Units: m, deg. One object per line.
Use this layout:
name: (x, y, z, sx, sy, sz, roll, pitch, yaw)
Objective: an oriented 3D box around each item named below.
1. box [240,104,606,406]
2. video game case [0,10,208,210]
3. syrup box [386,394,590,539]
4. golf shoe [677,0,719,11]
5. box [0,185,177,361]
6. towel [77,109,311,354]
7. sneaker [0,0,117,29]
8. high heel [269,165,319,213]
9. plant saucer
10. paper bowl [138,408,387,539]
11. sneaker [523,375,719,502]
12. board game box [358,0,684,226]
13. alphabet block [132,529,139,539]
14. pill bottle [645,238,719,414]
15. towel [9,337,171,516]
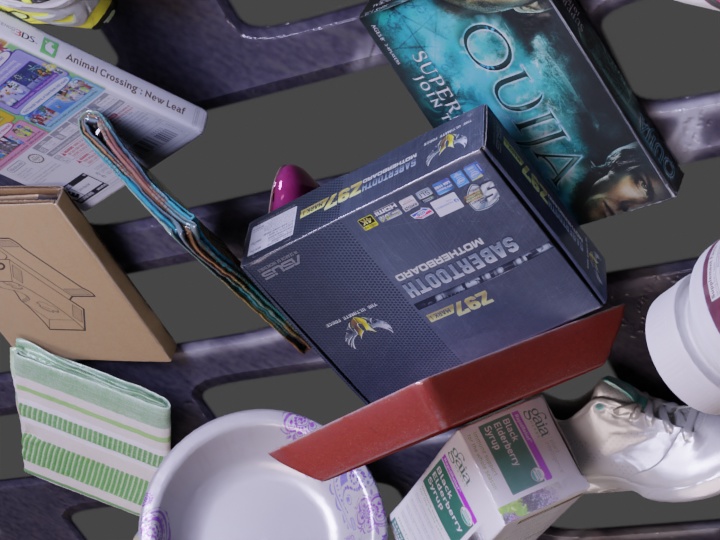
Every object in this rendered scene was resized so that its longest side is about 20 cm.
box: (0.043, -0.004, 1.239, 0.199, 0.051, 0.158, -24, 126, 26)
video game case: (-0.232, -0.112, 1.316, 0.181, 0.022, 0.199, 24, 154, -26)
syrup box: (0.093, 0.177, 1.395, 0.079, 0.081, 0.200, 62, 156, 18)
golf shoe: (0.248, -0.156, 1.050, 0.198, 0.078, 0.089, 10, 142, 21)
box: (-0.259, 0.005, 1.486, 0.162, 0.021, 0.201, 0, 141, 29)
towel: (-0.114, -0.026, 1.301, 0.147, 0.022, 0.200, 46, 180, 36)
sneaker: (-0.243, -0.204, 1.236, 0.199, 0.076, 0.076, 32, 176, 39)
high heel: (0.000, 0.000, 1.326, 0.095, 0.068, 0.201, 9, 146, 26)
plant saucer: (0.064, 0.091, 1.281, 0.199, 0.199, 0.037, -30, 79, 51)
paper bowl: (-0.080, 0.223, 1.495, 0.199, 0.202, 0.105, 24, 158, 5)
sneaker: (0.204, 0.114, 1.337, 0.198, 0.075, 0.089, -7, 115, 34)
board game box: (0.106, -0.113, 1.199, 0.134, 0.028, 0.201, -16, 122, 38)
alphabet block: (-0.123, 0.353, 1.639, 0.194, 0.201, 0.197, -16, 121, 37)
pill bottle: (0.278, 0.011, 1.165, 0.109, 0.110, 0.200, 39, 136, -11)
towel: (-0.233, 0.144, 1.613, 0.151, 0.024, 0.201, 20, 144, 9)
